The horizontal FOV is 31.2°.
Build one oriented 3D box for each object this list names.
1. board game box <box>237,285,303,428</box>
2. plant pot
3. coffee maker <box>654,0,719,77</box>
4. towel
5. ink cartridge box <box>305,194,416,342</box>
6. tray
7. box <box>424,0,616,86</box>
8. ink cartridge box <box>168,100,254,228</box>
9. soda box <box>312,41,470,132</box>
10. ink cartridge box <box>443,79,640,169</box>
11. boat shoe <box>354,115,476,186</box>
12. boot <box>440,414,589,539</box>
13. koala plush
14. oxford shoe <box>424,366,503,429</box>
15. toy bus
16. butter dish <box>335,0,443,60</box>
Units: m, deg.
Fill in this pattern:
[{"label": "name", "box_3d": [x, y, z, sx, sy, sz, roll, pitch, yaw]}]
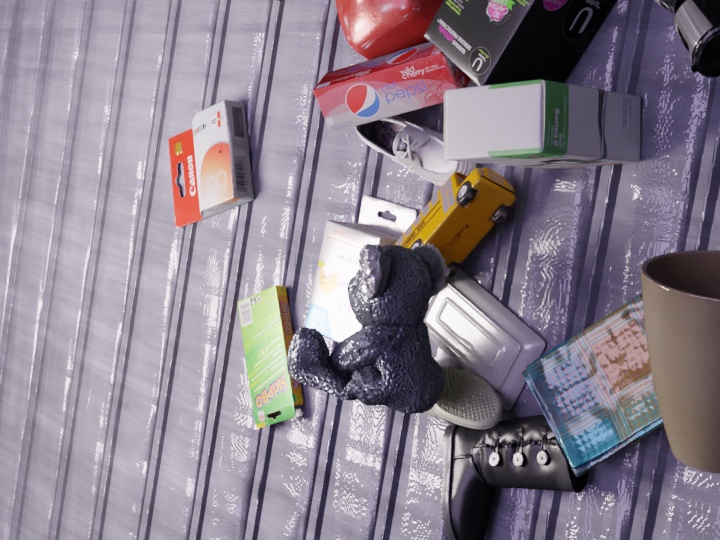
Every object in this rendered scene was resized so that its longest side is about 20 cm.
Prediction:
[{"label": "board game box", "box_3d": [-0.136, 0.132, 1.954, 0.095, 0.030, 0.201, -22, 69, 43]}, {"label": "plant pot", "box_3d": [0.379, 0.101, 1.343, 0.187, 0.187, 0.201, 17, 112, 44]}, {"label": "coffee maker", "box_3d": [0.389, -0.339, 1.386, 0.192, 0.134, 0.201, -48, 57, 31]}, {"label": "towel", "box_3d": [0.296, 0.126, 1.492, 0.200, 0.022, 0.147, -36, 63, 20]}, {"label": "ink cartridge box", "box_3d": [0.000, 0.000, 1.798, 0.115, 0.068, 0.201, 19, 100, 44]}, {"label": "tray", "box_3d": [0.147, 0.082, 1.678, 0.200, 0.022, 0.108, 42, 117, 38]}, {"label": "box", "box_3d": [0.204, -0.324, 1.559, 0.124, 0.148, 0.200, 49, 120, 33]}, {"label": "ink cartridge box", "box_3d": [-0.258, -0.170, 2.081, 0.199, 0.050, 0.163, -16, 76, 40]}, {"label": "soda box", "box_3d": [0.042, -0.247, 1.722, 0.199, 0.063, 0.070, -12, 116, 27]}, {"label": "ink cartridge box", "box_3d": [0.215, -0.167, 1.504, 0.145, 0.199, 0.085, 0, 90, 45]}, {"label": "boat shoe", "box_3d": [0.070, -0.169, 1.739, 0.200, 0.068, 0.072, 38, 113, 40]}, {"label": "boot", "box_3d": [0.194, 0.264, 1.596, 0.199, 0.065, 0.166, -11, 82, 40]}, {"label": "koala plush", "box_3d": [0.035, 0.061, 1.605, 0.183, 0.177, 0.201, 19, 99, 40]}, {"label": "oxford shoe", "box_3d": [0.112, 0.167, 1.674, 0.199, 0.075, 0.058, 16, 138, 48]}, {"label": "toy bus", "box_3d": [0.115, -0.056, 1.676, 0.200, 0.065, 0.078, -51, 26, 30]}, {"label": "butter dish", "box_3d": [0.031, -0.376, 1.737, 0.200, 0.147, 0.201, -27, 69, 40]}]
